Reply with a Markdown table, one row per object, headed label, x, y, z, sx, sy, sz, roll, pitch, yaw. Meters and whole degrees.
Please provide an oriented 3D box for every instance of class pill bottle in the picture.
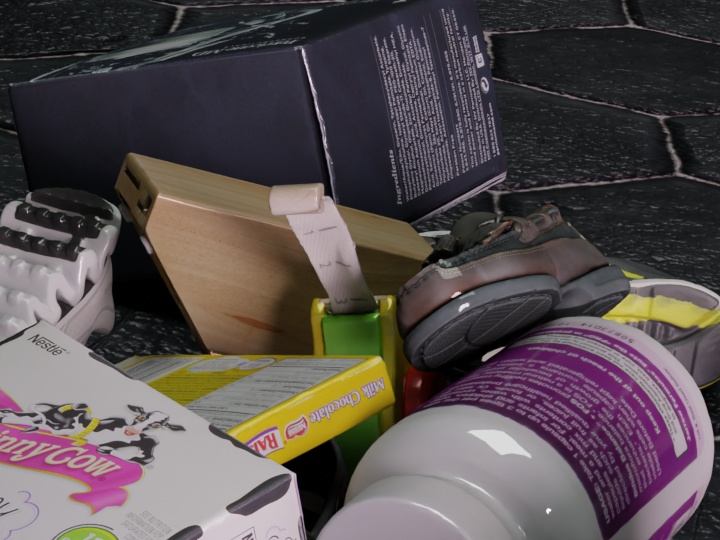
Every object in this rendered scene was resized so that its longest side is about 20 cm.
| label | x | y | z | sx | sy | sz | roll | pitch | yaw |
| --- | --- | --- | --- | --- | --- | --- | --- | --- | --- |
| pill bottle | 0.061 | 0.097 | 0.937 | 0.112 | 0.112 | 0.200 | 14 | 21 | 24 |

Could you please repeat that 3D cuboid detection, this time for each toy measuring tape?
| label | x | y | z | sx | sy | sz | roll | pitch | yaw |
| --- | --- | --- | --- | --- | --- | --- | --- | --- | --- |
| toy measuring tape | -0.005 | 0.044 | 1.011 | 0.074 | 0.200 | 0.074 | -8 | 54 | 12 |

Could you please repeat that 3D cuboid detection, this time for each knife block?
| label | x | y | z | sx | sy | sz | roll | pitch | yaw |
| --- | --- | --- | --- | --- | --- | --- | --- | --- | --- |
| knife block | 0.000 | 0.000 | 1.111 | 0.176 | 0.200 | 0.064 | -30 | 27 | -7 |

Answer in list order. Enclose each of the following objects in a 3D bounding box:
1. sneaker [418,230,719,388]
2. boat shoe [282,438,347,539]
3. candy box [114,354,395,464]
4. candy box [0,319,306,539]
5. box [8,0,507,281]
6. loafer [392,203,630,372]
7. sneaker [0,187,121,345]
| label | x | y | z | sx | sy | sz | roll | pitch | yaw |
| --- | --- | --- | --- | --- | --- | --- | --- | --- | --- |
| sneaker | 0.103 | 0.024 | 1.232 | 0.200 | 0.074 | 0.085 | 13 | 7 | 9 |
| boat shoe | -0.058 | 0.120 | 0.922 | 0.074 | 0.063 | 0.201 | 11 | 22 | 14 |
| candy box | -0.083 | 0.065 | 0.992 | 0.102 | 0.026 | 0.200 | -28 | 15 | -33 |
| candy box | -0.144 | 0.113 | 0.829 | 0.200 | 0.072 | 0.168 | -29 | 35 | -31 |
| box | -0.054 | -0.077 | 1.302 | 0.200 | 0.124 | 0.197 | -5 | 14 | 31 |
| loafer | 0.058 | 0.002 | 1.034 | 0.063 | 0.072 | 0.200 | 59 | 22 | 13 |
| sneaker | -0.178 | 0.044 | 1.090 | 0.075 | 0.081 | 0.200 | 20 | 44 | 26 |
